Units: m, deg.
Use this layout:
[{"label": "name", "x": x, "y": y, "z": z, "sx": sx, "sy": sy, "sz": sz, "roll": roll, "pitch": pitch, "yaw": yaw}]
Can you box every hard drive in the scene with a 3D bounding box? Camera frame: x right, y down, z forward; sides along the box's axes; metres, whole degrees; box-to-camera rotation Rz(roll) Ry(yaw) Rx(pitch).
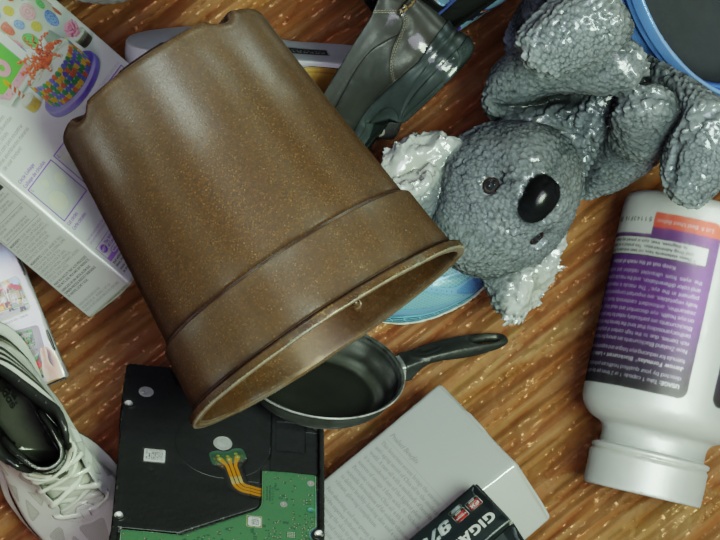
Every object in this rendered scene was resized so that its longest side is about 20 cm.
[{"label": "hard drive", "x": -0.092, "y": 0.146, "z": 1.498, "sx": 0.139, "sy": 0.201, "sz": 0.038, "roll": 5, "pitch": 129, "yaw": -7}]

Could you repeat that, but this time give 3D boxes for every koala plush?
[{"label": "koala plush", "x": 0.118, "y": -0.074, "z": 1.512, "sx": 0.177, "sy": 0.184, "sz": 0.200, "roll": 39, "pitch": 90, "yaw": -20}]

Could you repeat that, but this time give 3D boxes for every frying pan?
[{"label": "frying pan", "x": -0.002, "y": 0.060, "z": 1.571, "sx": 0.189, "sy": 0.115, "sz": 0.031, "roll": -22, "pitch": 134, "yaw": -42}]

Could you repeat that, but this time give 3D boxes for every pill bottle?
[{"label": "pill bottle", "x": 0.213, "y": 0.054, "z": 1.563, "sx": 0.111, "sy": 0.111, "sz": 0.202, "roll": 14, "pitch": 86, "yaw": -6}]

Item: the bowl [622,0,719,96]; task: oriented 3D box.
[{"label": "bowl", "x": 0.250, "y": -0.215, "z": 1.578, "sx": 0.199, "sy": 0.039, "sz": 0.202, "roll": 3, "pitch": 85, "yaw": -33}]

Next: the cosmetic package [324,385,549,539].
[{"label": "cosmetic package", "x": 0.014, "y": 0.183, "z": 1.533, "sx": 0.200, "sy": 0.101, "sz": 0.071, "roll": -39, "pitch": 134, "yaw": -6}]

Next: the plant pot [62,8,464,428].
[{"label": "plant pot", "x": -0.070, "y": -0.040, "z": 1.421, "sx": 0.199, "sy": 0.200, "sz": 0.199, "roll": -32, "pitch": 83, "yaw": -7}]

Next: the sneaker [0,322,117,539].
[{"label": "sneaker", "x": -0.204, "y": 0.134, "z": 1.493, "sx": 0.075, "sy": 0.115, "sz": 0.201, "roll": -33, "pitch": 111, "yaw": -3}]

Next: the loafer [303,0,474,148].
[{"label": "loafer", "x": -0.015, "y": -0.107, "z": 1.513, "sx": 0.072, "sy": 0.073, "sz": 0.200, "roll": 45, "pitch": 113, "yaw": -6}]

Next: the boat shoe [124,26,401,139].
[{"label": "boat shoe", "x": -0.063, "y": -0.122, "z": 1.568, "sx": 0.198, "sy": 0.070, "sz": 0.067, "roll": 4, "pitch": 112, "yaw": -10}]

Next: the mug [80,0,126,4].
[{"label": "mug", "x": -0.144, "y": -0.243, "z": 1.504, "sx": 0.198, "sy": 0.175, "sz": 0.149, "roll": 9, "pitch": 87, "yaw": -6}]

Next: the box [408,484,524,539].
[{"label": "box", "x": 0.061, "y": 0.253, "z": 1.512, "sx": 0.159, "sy": 0.046, "sz": 0.200, "roll": -39, "pitch": 136, "yaw": -7}]

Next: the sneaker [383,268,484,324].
[{"label": "sneaker", "x": 0.000, "y": 0.000, "z": 1.552, "sx": 0.198, "sy": 0.090, "sz": 0.079, "roll": -6, "pitch": 88, "yaw": -7}]

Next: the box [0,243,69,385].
[{"label": "box", "x": -0.308, "y": 0.059, "z": 1.543, "sx": 0.199, "sy": 0.035, "sz": 0.111, "roll": -22, "pitch": 90, "yaw": -7}]

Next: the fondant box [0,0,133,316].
[{"label": "fondant box", "x": -0.207, "y": -0.090, "z": 1.502, "sx": 0.200, "sy": 0.058, "sz": 0.145, "roll": 42, "pitch": 48, "yaw": -13}]

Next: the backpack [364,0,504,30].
[{"label": "backpack", "x": 0.087, "y": -0.251, "z": 1.502, "sx": 0.182, "sy": 0.200, "sz": 0.135, "roll": -40, "pitch": 92, "yaw": -25}]
